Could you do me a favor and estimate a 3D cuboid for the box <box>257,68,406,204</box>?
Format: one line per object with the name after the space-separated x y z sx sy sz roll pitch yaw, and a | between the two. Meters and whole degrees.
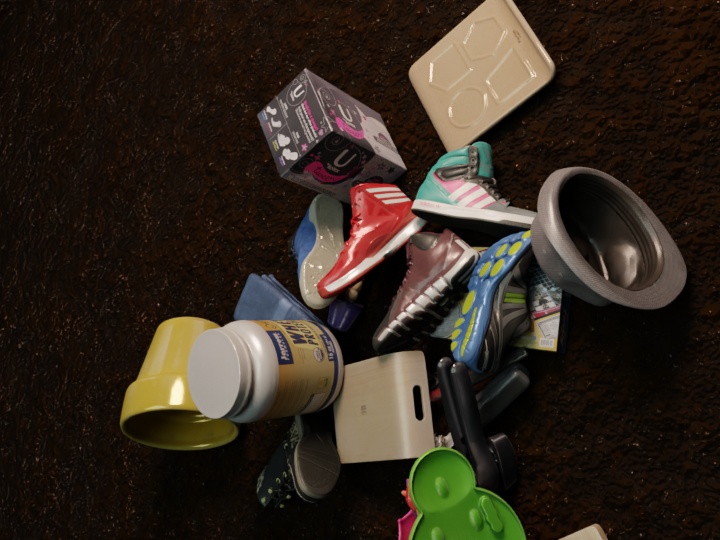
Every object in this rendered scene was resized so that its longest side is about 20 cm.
-0.039 -0.199 1.027 0.115 0.199 0.133 -37 61 26 | box

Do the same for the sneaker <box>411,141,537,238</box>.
0.179 -0.116 0.923 0.199 0.084 0.122 14 82 24 | sneaker

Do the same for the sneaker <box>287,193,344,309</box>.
-0.074 -0.015 1.066 0.111 0.076 0.201 130 145 -55 | sneaker

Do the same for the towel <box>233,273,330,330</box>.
-0.138 0.095 1.136 0.200 0.048 0.112 37 107 35 | towel

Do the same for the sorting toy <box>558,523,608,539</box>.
0.233 0.436 0.766 0.198 0.069 0.201 -37 60 25 | sorting toy

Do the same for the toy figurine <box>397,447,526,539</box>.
0.093 0.320 0.835 0.201 0.149 0.184 68 162 5 | toy figurine

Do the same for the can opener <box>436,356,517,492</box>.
0.138 0.202 0.840 0.063 0.078 0.201 -5 111 54 | can opener

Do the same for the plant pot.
-0.310 0.196 1.167 0.200 0.200 0.190 -27 49 30 | plant pot

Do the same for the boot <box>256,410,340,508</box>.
-0.100 0.319 1.006 0.154 0.073 0.204 -59 17 16 | boot

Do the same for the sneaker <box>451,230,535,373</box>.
0.184 0.039 0.849 0.071 0.082 0.201 -1 63 64 | sneaker

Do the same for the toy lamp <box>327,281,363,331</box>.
0.000 0.000 1.047 0.058 0.058 0.201 24 94 38 | toy lamp

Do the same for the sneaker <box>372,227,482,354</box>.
0.078 0.021 0.937 0.200 0.076 0.116 -43 52 10 | sneaker

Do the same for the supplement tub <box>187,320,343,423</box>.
-0.137 0.146 0.966 0.144 0.199 0.146 -3 85 41 | supplement tub

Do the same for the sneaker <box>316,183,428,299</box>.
-0.006 -0.053 0.983 0.200 0.078 0.116 -37 87 -15 | sneaker

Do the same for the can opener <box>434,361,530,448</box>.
0.161 0.208 0.892 0.066 0.053 0.200 37 108 1 | can opener

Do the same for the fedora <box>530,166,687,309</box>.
0.282 -0.026 0.795 0.200 0.177 0.090 48 146 8 | fedora

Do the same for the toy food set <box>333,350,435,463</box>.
0.028 0.206 0.970 0.200 0.060 0.145 -25 65 50 | toy food set

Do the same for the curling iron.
0.145 0.141 0.905 0.200 0.025 0.050 -29 59 41 | curling iron

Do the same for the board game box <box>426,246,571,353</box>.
0.189 0.036 0.908 0.199 0.035 0.137 3 82 38 | board game box

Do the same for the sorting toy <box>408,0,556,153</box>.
0.179 -0.296 0.991 0.200 0.036 0.186 -39 60 30 | sorting toy
